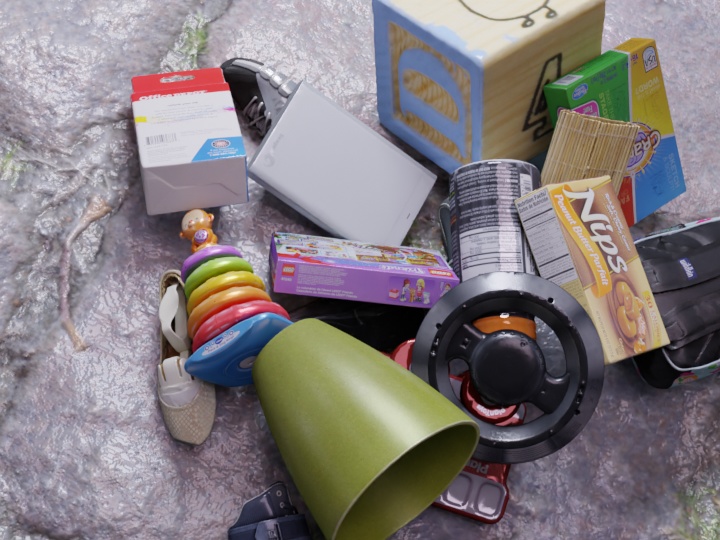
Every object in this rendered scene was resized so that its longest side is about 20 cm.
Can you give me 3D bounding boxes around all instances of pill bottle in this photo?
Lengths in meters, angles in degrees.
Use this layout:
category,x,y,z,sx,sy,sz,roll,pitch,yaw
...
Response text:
category,x,y,z,sx,sy,sz,roll,pitch,yaw
pill bottle,0.154,-0.014,1.509,0.106,0.106,0.201,2,74,-12

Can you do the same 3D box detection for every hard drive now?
category,x,y,z,sx,sy,sz,roll,pitch,yaw
hard drive,-0.021,-0.112,1.590,0.200,0.026,0.132,35,71,-16

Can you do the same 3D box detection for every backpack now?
category,x,y,z,sx,sy,sz,roll,pitch,yaw
backpack,0.393,0.036,1.588,0.200,0.151,0.178,-20,74,-14

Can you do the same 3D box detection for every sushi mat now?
category,x,y,z,sx,sy,sz,roll,pitch,yaw
sushi mat,0.247,-0.082,1.570,0.095,0.200,0.012,11,21,-10

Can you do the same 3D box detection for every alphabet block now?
category,x,y,z,sx,sy,sz,roll,pitch,yaw
alphabet block,0.151,-0.250,1.622,0.200,0.197,0.195,-33,53,-26

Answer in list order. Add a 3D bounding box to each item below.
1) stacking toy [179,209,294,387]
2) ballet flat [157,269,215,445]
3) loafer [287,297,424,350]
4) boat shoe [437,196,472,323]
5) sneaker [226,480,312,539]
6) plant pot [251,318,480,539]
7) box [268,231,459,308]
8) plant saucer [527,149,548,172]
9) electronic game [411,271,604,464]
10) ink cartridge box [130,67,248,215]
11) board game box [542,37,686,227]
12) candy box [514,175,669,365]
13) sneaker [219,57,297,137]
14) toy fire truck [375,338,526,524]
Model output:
category,x,y,z,sx,sy,sz,roll,pitch,yaw
stacking toy,-0.149,0.014,1.452,0.116,0.110,0.200,-31,63,15
ballet flat,-0.197,0.091,1.466,0.067,0.062,0.200,-17,60,17
loafer,-0.032,0.059,1.531,0.200,0.073,0.072,-8,37,-21
boat shoe,0.126,0.004,1.587,0.062,0.073,0.200,-13,73,-23
sneaker,-0.039,0.284,1.402,0.202,0.077,0.147,-6,68,-15
plant pot,-0.014,0.148,1.373,0.187,0.187,0.200,-30,62,-25
box,0.000,0.000,1.512,0.199,0.137,0.039,6,103,-7
plant saucer,0.223,-0.066,1.664,0.200,0.039,0.201,5,63,-10
electronic game,0.152,0.100,1.410,0.199,0.042,0.201,0,91,5
ink cartridge box,-0.199,-0.152,1.558,0.116,0.067,0.200,-7,39,-9
board game box,0.304,-0.154,1.613,0.153,0.040,0.200,-31,116,-26
candy box,0.251,0.002,1.471,0.115,0.055,0.200,-11,79,-45
sneaker,-0.104,-0.163,1.616,0.200,0.075,0.116,32,63,3
toy fire truck,0.079,0.172,1.479,0.200,0.112,0.168,18,80,-3
